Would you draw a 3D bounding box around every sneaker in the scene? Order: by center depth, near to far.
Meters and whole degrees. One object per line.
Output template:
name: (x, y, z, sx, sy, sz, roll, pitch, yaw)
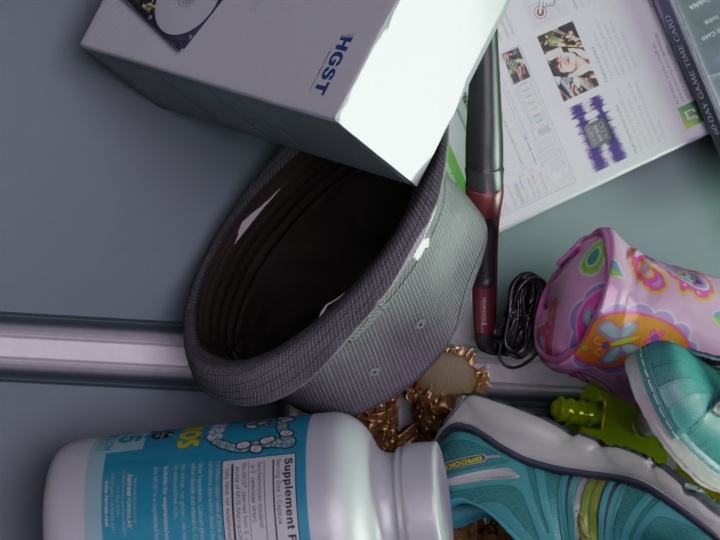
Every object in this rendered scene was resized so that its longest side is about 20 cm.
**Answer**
sneaker: (0.121, 0.130, 1.277, 0.199, 0.077, 0.080, 18, 80, 31)
sneaker: (0.219, 0.081, 1.279, 0.080, 0.072, 0.200, -38, 128, 24)

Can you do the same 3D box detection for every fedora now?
fedora: (0.000, 0.000, 1.297, 0.090, 0.177, 0.200, 38, 88, -31)

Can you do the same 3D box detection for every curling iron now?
curling iron: (0.075, -0.046, 1.346, 0.049, 0.026, 0.202, -15, 104, -27)

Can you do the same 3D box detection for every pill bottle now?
pill bottle: (-0.055, 0.132, 1.265, 0.198, 0.111, 0.112, -6, 89, 7)

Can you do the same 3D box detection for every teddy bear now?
teddy bear: (0.030, 0.137, 1.352, 0.144, 0.067, 0.201, -23, 87, -22)

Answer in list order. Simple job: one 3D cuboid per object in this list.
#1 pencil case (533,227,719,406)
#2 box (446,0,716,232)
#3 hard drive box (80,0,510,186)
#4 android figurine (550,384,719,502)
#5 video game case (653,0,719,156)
pencil case: (0.194, 0.046, 1.345, 0.199, 0.087, 0.088, 21, 82, -18)
box: (0.086, -0.105, 1.386, 0.199, 0.036, 0.145, -24, 95, -17)
hard drive box: (-0.025, -0.147, 1.267, 0.077, 0.199, 0.157, 36, 77, -46)
android figurine: (0.195, 0.116, 1.406, 0.199, 0.041, 0.183, 12, 85, -17)
video game case: (0.241, -0.136, 1.422, 0.142, 0.019, 0.201, -27, 97, -30)
